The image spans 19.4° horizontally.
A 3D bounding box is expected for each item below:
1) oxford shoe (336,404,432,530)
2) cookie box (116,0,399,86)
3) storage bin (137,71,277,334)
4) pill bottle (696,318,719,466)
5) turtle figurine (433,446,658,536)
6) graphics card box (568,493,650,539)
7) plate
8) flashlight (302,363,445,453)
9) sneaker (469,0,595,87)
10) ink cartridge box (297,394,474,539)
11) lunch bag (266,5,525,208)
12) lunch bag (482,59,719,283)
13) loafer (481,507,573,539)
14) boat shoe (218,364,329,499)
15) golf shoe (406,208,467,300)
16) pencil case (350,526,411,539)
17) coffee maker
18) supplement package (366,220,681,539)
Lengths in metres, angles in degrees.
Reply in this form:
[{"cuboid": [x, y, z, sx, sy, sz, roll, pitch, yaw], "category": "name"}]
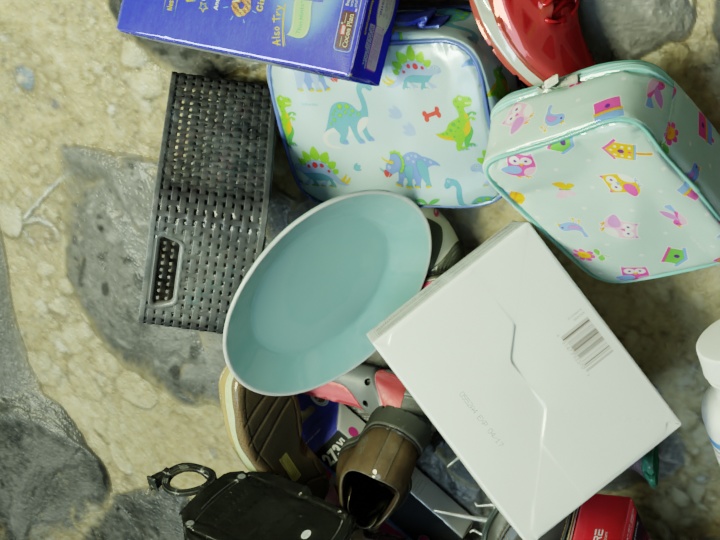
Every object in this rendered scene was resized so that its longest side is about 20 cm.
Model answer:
[{"cuboid": [0.004, 0.190, 1.837, 0.072, 0.085, 0.200, 25, 154, 6], "category": "oxford shoe"}, {"cuboid": [-0.068, -0.244, 1.606, 0.199, 0.075, 0.172, 14, 91, 20], "category": "cookie box"}, {"cuboid": [-0.123, -0.056, 1.718, 0.093, 0.200, 0.136, 8, 128, -4], "category": "storage bin"}, {"cuboid": [0.336, 0.133, 1.667, 0.112, 0.112, 0.201, -8, 116, 32], "category": "pill bottle"}, {"cuboid": [0.148, 0.145, 1.787, 0.199, 0.101, 0.150, -9, 133, 15], "category": "turtle figurine"}, {"cuboid": [0.220, 0.294, 1.788, 0.051, 0.126, 0.200, 1, 143, 23], "category": "graphics card box"}, {"cuboid": [-0.030, 0.014, 1.674, 0.026, 0.200, 0.201, 46, 139, 37], "category": "plate"}, {"cuboid": [-0.017, 0.110, 1.875, 0.199, 0.068, 0.068, 11, 140, 22], "category": "flashlight"}, {"cuboid": [0.138, -0.224, 1.558, 0.115, 0.078, 0.200, -28, 106, 40], "category": "sneaker"}, {"cuboid": [0.002, 0.196, 1.943, 0.200, 0.037, 0.095, 43, 132, -1], "category": "ink cartridge box"}, {"cuboid": [0.032, -0.133, 1.672, 0.199, 0.082, 0.161, 0, 122, 28], "category": "lunch bag"}, {"cuboid": [0.191, -0.073, 1.590, 0.160, 0.077, 0.200, -13, 139, 37], "category": "lunch bag"}, {"cuboid": [0.132, 0.261, 1.773, 0.073, 0.072, 0.200, 13, 120, -14], "category": "loafer"}, {"cuboid": [-0.094, 0.144, 1.876, 0.076, 0.072, 0.200, 27, 149, 38], "category": "boat shoe"}, {"cuboid": [0.000, 0.000, 1.793, 0.200, 0.077, 0.088, -20, 103, 27], "category": "golf shoe"}, {"cuboid": [0.021, 0.284, 1.910, 0.199, 0.090, 0.078, 14, 146, 20], "category": "pencil case"}, {"cuboid": [-0.087, 0.285, 1.852, 0.192, 0.134, 0.201, 41, 142, 46], "category": "coffee maker"}, {"cuboid": [0.126, 0.085, 1.664, 0.156, 0.111, 0.200, -38, 94, -1], "category": "supplement package"}]
